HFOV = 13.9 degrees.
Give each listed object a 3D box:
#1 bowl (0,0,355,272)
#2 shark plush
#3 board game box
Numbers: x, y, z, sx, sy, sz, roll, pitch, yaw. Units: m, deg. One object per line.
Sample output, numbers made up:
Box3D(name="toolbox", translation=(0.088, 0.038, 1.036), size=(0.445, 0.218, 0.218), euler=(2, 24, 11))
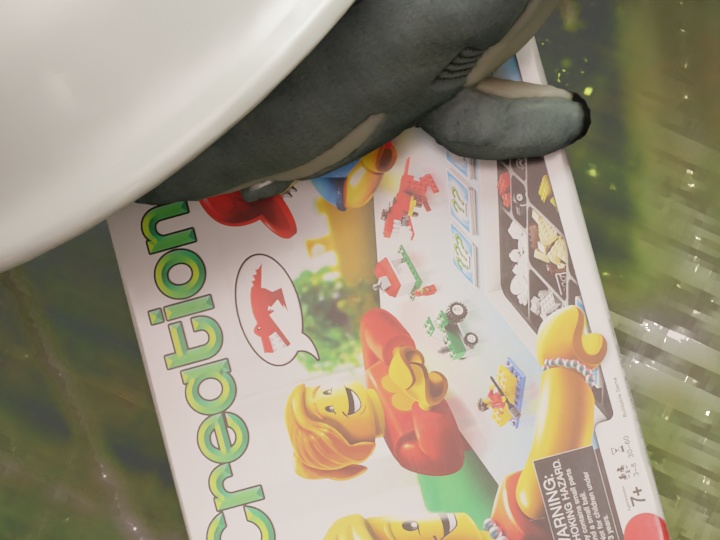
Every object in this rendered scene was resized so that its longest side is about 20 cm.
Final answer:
Box3D(name="bowl", translation=(-0.086, -0.096, 0.730), size=(0.201, 0.201, 0.090), euler=(-38, 119, 2))
Box3D(name="shark plush", translation=(-0.032, -0.059, 0.753), size=(0.200, 0.083, 0.091), euler=(-14, 85, 3))
Box3D(name="board game box", translation=(0.000, 0.000, 0.807), size=(0.126, 0.035, 0.200), euler=(-16, 86, 4))
